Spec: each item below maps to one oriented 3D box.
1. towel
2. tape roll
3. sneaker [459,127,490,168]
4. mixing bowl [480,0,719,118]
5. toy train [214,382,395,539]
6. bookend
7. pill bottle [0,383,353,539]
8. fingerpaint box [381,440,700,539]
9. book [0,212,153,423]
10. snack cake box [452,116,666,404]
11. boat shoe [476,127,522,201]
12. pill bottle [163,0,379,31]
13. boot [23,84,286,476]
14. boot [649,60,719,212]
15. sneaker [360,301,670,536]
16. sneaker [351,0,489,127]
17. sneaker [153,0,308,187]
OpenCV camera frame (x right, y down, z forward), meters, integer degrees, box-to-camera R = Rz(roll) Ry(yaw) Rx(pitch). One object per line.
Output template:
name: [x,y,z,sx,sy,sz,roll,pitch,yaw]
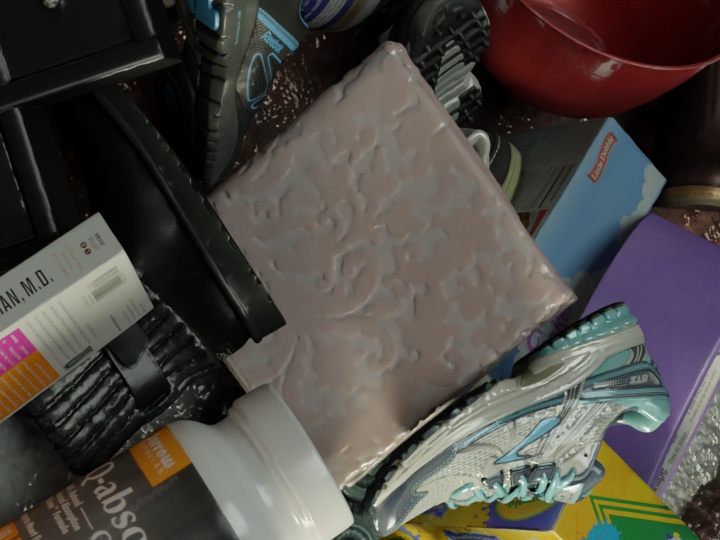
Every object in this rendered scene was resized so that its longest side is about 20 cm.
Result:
towel: [0.000,0.000,1.306,0.191,0.200,0.032,54,18,12]
tape roll: [0.182,0.070,1.453,0.085,0.200,0.200,26,65,14]
sneaker: [0.032,0.004,1.343,0.075,0.088,0.201,19,75,-15]
mixing bowl: [0.141,-0.175,1.474,0.199,0.109,0.201,15,48,-17]
toy train: [-0.050,0.163,1.355,0.114,0.085,0.201,17,77,-25]
bookend: [-0.177,-0.086,1.194,0.198,0.092,0.201,-17,93,3]
pill bottle: [-0.111,0.154,1.246,0.200,0.116,0.117,-33,108,-8]
fingerpaint box: [0.118,0.179,1.401,0.167,0.200,0.074,44,62,-25]
book: [-0.204,0.051,1.166,0.200,0.134,0.048,-34,80,-7]
snack cake box: [0.101,0.000,1.451,0.067,0.115,0.200,45,63,-26]
boat shoe: [0.029,-0.026,1.427,0.201,0.072,0.066,-50,120,-22]
pill bottle: [-0.085,-0.207,1.327,0.199,0.116,0.116,2,86,-36]
boot: [-0.159,-0.006,1.285,0.158,0.079,0.212,-34,76,-2]
boot: [0.233,-0.128,1.523,0.072,0.200,0.167,5,100,4]
sneaker: [0.092,0.100,1.257,0.200,0.078,0.087,-33,86,-16]
sneaker: [0.031,-0.144,1.381,0.066,0.200,0.091,-37,77,-7]
sneaker: [-0.067,-0.120,1.293,0.082,0.200,0.073,-23,67,-25]
